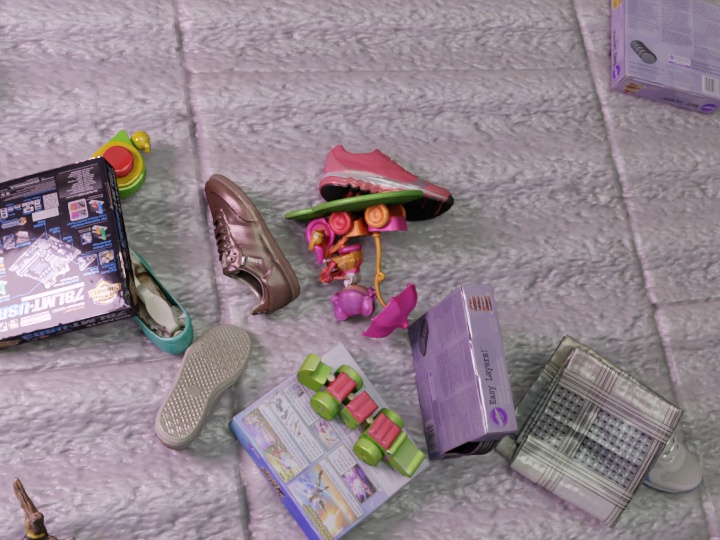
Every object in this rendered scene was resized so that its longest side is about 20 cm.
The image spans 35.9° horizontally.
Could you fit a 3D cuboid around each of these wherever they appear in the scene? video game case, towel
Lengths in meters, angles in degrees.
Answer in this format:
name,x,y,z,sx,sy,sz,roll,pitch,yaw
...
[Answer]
name,x,y,z,sx,sy,sz,roll,pitch,yaw
video game case,-0.040,0.224,1.424,0.181,0.045,0.201,-33,83,-27
towel,0.305,0.216,1.495,0.199,0.035,0.193,32,93,4

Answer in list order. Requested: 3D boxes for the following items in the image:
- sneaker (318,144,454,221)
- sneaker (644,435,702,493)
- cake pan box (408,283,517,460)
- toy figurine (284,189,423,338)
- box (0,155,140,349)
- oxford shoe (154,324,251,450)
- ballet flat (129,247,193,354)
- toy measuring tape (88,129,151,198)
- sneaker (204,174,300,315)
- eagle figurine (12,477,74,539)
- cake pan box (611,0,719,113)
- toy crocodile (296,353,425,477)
name,x,y,z,sx,sy,sz,roll,pitch,yaw
sneaker,0.041,-0.131,1.568,0.199,0.074,0.087,11,63,-16
sneaker,0.401,0.236,1.548,0.200,0.081,0.077,40,62,-3
cake pan box,0.128,0.138,1.435,0.052,0.184,0.202,-2,70,-19
toy figurine,0.000,0.000,1.480,0.150,0.199,0.186,-6,88,-64
box,-0.385,-0.020,1.361,0.198,0.050,0.200,-15,76,1
oxford shoe,-0.201,0.146,1.397,0.075,0.058,0.201,29,49,0
ballet flat,-0.281,0.019,1.405,0.067,0.070,0.200,-41,87,-23
toy measuring tape,-0.338,-0.104,1.437,0.073,0.074,0.200,41,70,0
sneaker,-0.159,-0.034,1.466,0.075,0.070,0.201,-32,83,-25
eagle figurine,-0.411,0.355,1.212,0.152,0.151,0.200,49,52,-8
cake pan box,0.507,-0.364,1.814,0.198,0.052,0.186,10,70,-15
toy crocodile,0.001,0.180,1.395,0.200,0.062,0.067,45,63,1
